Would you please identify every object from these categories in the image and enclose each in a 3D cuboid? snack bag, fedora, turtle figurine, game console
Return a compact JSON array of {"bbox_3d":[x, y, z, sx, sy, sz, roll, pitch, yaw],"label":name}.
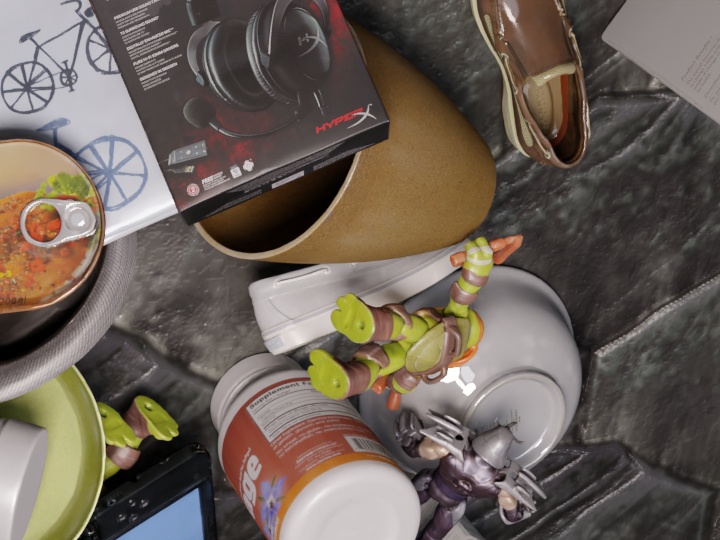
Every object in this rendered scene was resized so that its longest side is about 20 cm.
[{"bbox_3d":[-0.222,-0.104,1.423,0.188,0.021,0.201,-24,90,-1],"label":"snack bag"},{"bbox_3d":[-0.243,0.008,1.478,0.200,0.176,0.090,-51,165,-11],"label":"fedora"},{"bbox_3d":[0.038,0.057,1.583,0.161,0.065,0.200,-10,147,-45],"label":"turtle figurine"},{"bbox_3d":[-0.208,0.165,1.624,0.199,0.065,0.161,12,127,-45],"label":"turtle figurine"},{"bbox_3d":[-0.158,0.259,1.618,0.175,0.116,0.201,-31,149,-22],"label":"game console"}]

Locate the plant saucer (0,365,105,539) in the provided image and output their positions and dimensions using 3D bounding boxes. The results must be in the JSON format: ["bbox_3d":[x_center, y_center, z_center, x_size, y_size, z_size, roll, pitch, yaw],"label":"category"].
[{"bbox_3d":[-0.280,0.131,1.534,0.198,0.031,0.202,0,91,3],"label":"plant saucer"}]

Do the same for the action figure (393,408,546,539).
[{"bbox_3d":[0.065,0.172,1.676,0.130,0.069,0.200,41,130,0],"label":"action figure"}]

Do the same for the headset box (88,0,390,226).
[{"bbox_3d":[-0.086,-0.152,1.374,0.148,0.077,0.201,-22,85,-3],"label":"headset box"}]

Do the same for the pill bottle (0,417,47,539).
[{"bbox_3d":[-0.323,0.128,1.461,0.199,0.120,0.120,14,114,2],"label":"pill bottle"}]

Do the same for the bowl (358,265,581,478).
[{"bbox_3d":[0.106,0.104,1.733,0.200,0.090,0.202,-12,121,-21],"label":"bowl"}]

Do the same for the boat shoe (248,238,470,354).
[{"bbox_3d":[0.000,0.000,1.636,0.199,0.072,0.069,-24,91,-25],"label":"boat shoe"}]

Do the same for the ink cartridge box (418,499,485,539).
[{"bbox_3d":[0.037,0.299,1.754,0.043,0.174,0.200,34,98,-37],"label":"ink cartridge box"}]

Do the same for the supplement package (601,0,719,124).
[{"bbox_3d":[0.298,-0.164,1.610,0.117,0.200,0.117,29,102,-35],"label":"supplement package"}]

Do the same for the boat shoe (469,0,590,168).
[{"bbox_3d":[0.138,-0.167,1.605,0.074,0.075,0.203,-27,126,-11],"label":"boat shoe"}]

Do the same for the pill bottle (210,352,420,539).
[{"bbox_3d":[-0.042,0.147,1.613,0.111,0.200,0.113,-12,121,-20],"label":"pill bottle"}]

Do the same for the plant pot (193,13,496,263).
[{"bbox_3d":[0.003,-0.083,1.538,0.199,0.186,0.187,14,110,-46],"label":"plant pot"}]

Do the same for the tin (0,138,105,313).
[{"bbox_3d":[-0.265,-0.025,1.393,0.198,0.042,0.113,-6,94,-2],"label":"tin"}]
